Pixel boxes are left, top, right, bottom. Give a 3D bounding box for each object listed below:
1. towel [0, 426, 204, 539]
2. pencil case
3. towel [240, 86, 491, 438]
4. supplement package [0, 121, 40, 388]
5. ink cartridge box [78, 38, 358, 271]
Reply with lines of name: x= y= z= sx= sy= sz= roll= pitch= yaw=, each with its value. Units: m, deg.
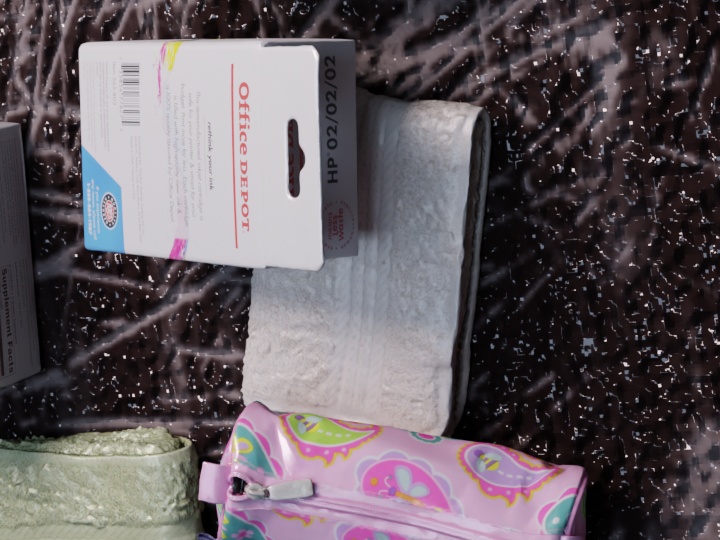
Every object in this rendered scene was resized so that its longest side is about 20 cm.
towel: x=-0.174 y=0.169 z=1.316 sx=0.199 sy=0.036 sz=0.149 roll=-4 pitch=100 yaw=30
pencil case: x=0.019 y=0.124 z=1.139 sx=0.199 sy=0.087 sz=0.088 roll=12 pitch=108 yaw=7
towel: x=0.000 y=0.000 z=1.179 sx=0.132 sy=0.034 sz=0.201 roll=12 pitch=107 yaw=26
supplement package: x=-0.308 y=-0.008 z=1.306 sx=0.199 sy=0.111 sz=0.156 roll=4 pitch=104 yaw=28
ink cartridge box: x=-0.063 y=-0.064 z=1.142 sx=0.200 sy=0.068 sz=0.116 roll=7 pitch=100 yaw=48
